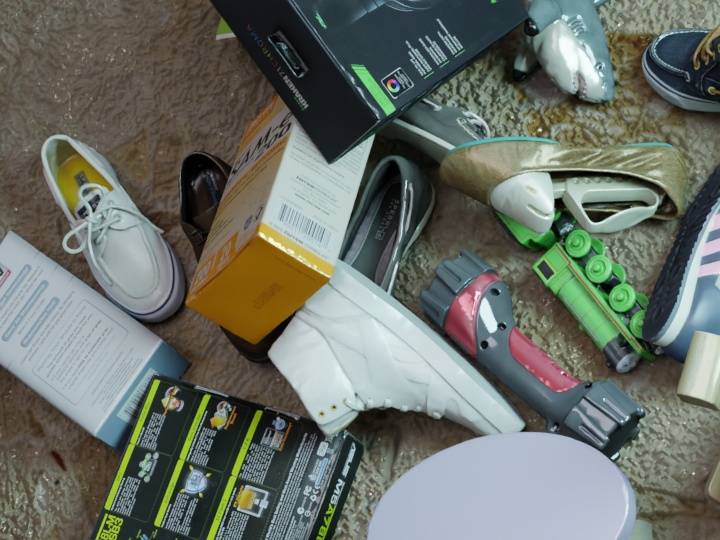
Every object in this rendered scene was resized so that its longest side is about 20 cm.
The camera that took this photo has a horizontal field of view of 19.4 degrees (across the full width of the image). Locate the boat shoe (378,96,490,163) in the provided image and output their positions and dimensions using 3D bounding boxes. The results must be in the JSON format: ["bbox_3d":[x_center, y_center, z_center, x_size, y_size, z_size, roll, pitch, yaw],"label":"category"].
[{"bbox_3d":[0.060,-0.126,1.735,0.199,0.067,0.057,30,81,42],"label":"boat shoe"}]

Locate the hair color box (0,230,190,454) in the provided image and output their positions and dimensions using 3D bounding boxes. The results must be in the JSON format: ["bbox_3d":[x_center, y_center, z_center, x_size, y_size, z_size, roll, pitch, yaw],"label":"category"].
[{"bbox_3d":[-0.252,0.061,1.807,0.199,0.061,0.099,33,84,30],"label":"hair color box"}]

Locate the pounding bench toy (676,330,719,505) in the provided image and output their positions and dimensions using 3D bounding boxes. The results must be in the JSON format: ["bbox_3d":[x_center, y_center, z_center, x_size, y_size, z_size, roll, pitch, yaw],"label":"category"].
[{"bbox_3d":[0.298,0.108,1.463,0.199,0.156,0.125,27,79,-1],"label":"pounding bench toy"}]

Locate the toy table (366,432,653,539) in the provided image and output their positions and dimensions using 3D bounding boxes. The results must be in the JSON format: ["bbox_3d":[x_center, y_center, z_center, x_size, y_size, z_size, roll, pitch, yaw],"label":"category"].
[{"bbox_3d":[0.117,0.200,1.556,0.198,0.117,0.185,-1,69,24],"label":"toy table"}]

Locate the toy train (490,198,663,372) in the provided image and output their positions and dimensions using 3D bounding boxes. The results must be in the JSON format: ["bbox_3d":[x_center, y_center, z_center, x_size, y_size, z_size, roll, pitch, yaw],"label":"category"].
[{"bbox_3d":[0.171,0.000,1.661,0.056,0.042,0.200,-43,59,13],"label":"toy train"}]

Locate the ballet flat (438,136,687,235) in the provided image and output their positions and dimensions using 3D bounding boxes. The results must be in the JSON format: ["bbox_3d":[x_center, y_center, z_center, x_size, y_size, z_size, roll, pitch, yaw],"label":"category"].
[{"bbox_3d":[0.162,-0.061,1.634,0.198,0.068,0.073,2,54,-13],"label":"ballet flat"}]

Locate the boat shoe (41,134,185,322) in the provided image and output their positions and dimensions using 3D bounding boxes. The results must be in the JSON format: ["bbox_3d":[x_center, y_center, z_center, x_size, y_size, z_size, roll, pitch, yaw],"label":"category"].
[{"bbox_3d":[-0.223,-0.045,1.823,0.074,0.086,0.203,-35,59,6],"label":"boat shoe"}]

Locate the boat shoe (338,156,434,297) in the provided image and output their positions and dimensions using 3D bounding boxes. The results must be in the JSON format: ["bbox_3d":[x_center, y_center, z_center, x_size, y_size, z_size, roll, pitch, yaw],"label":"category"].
[{"bbox_3d":[0.000,0.000,1.715,0.066,0.057,0.201,16,76,28],"label":"boat shoe"}]

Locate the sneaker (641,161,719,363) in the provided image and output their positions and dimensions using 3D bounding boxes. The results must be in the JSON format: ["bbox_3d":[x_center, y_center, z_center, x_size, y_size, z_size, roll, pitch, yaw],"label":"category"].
[{"bbox_3d":[0.284,-0.010,1.610,0.082,0.070,0.201,32,68,-9],"label":"sneaker"}]

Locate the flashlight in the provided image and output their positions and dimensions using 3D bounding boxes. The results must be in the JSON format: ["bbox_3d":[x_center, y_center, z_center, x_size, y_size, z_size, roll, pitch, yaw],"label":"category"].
[{"bbox_3d":[0.134,0.066,1.637,0.068,0.068,0.200,-24,52,-40],"label":"flashlight"}]

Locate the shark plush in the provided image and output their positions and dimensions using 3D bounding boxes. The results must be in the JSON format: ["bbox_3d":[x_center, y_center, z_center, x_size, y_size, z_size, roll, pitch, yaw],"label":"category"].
[{"bbox_3d":[0.178,-0.231,1.758,0.083,0.091,0.201,8,55,0],"label":"shark plush"}]

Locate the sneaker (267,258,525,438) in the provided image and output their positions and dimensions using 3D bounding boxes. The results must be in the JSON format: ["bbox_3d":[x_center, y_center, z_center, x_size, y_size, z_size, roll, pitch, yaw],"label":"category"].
[{"bbox_3d":[0.023,0.095,1.651,0.200,0.074,0.116,38,96,7],"label":"sneaker"}]

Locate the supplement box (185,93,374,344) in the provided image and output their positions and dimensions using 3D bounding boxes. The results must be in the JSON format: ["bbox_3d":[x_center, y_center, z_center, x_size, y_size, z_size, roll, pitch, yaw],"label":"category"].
[{"bbox_3d":[-0.060,-0.059,1.694,0.126,0.073,0.201,-41,25,46],"label":"supplement box"}]

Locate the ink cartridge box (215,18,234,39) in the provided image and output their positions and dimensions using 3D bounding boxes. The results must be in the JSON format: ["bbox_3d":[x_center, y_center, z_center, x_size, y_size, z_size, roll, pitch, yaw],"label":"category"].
[{"bbox_3d":[-0.046,-0.286,1.812,0.148,0.075,0.202,9,82,68],"label":"ink cartridge box"}]

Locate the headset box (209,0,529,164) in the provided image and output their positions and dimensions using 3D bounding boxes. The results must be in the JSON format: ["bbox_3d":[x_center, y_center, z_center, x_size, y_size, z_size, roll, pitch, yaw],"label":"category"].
[{"bbox_3d":[0.000,-0.207,1.657,0.200,0.093,0.175,-36,90,-33],"label":"headset box"}]

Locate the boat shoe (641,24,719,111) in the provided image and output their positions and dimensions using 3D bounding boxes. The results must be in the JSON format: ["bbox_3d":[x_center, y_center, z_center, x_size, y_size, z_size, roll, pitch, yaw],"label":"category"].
[{"bbox_3d":[0.287,-0.168,1.627,0.200,0.091,0.071,25,69,45],"label":"boat shoe"}]

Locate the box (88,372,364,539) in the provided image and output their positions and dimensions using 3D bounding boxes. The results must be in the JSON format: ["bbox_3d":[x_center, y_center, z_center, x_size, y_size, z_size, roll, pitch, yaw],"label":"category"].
[{"bbox_3d":[-0.117,0.202,1.699,0.192,0.047,0.201,13,75,30],"label":"box"}]

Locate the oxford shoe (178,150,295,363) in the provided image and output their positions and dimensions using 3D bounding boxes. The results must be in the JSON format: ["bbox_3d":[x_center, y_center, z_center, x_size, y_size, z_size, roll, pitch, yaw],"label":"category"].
[{"bbox_3d":[-0.114,-0.013,1.764,0.072,0.084,0.201,-29,62,8],"label":"oxford shoe"}]
